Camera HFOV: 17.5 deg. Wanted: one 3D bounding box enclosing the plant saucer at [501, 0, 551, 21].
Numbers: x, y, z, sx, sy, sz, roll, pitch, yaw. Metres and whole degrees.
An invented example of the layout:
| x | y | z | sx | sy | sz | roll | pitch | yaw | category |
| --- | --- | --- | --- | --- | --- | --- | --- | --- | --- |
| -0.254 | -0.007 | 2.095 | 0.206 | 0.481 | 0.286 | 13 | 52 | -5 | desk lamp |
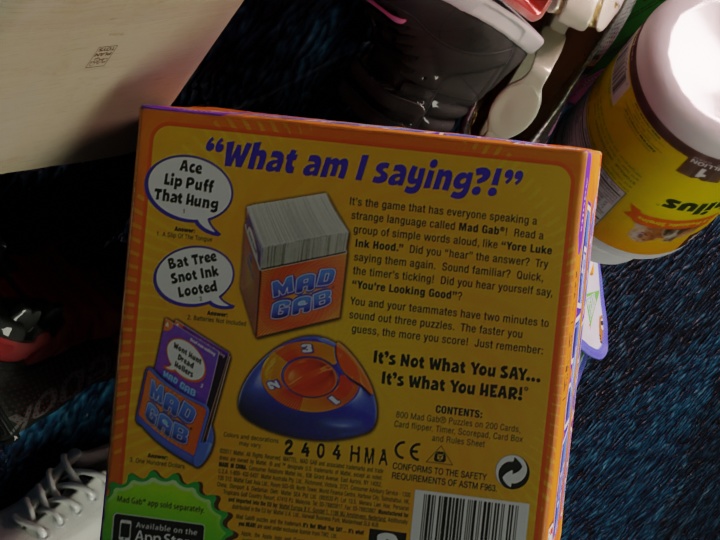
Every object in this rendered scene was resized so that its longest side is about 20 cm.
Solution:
| x | y | z | sx | sy | sz | roll | pitch | yaw | category |
| --- | --- | --- | --- | --- | --- | --- | --- | --- | --- |
| 0.095 | -0.242 | 1.194 | 0.200 | 0.037 | 0.200 | -60 | 155 | 5 | plant saucer |

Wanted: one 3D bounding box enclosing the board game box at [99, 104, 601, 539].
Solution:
| x | y | z | sx | sy | sz | roll | pitch | yaw | category |
| --- | --- | --- | --- | --- | --- | --- | --- | --- | --- |
| 0.004 | 0.032 | 1.108 | 0.200 | 0.199 | 0.201 | -21 | 117 | -82 | board game box |

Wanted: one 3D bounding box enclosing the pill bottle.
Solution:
| x | y | z | sx | sy | sz | roll | pitch | yaw | category |
| --- | --- | --- | --- | --- | --- | --- | --- | --- | --- |
| 0.180 | -0.077 | 1.391 | 0.109 | 0.109 | 0.200 | -36 | 172 | -27 | pill bottle |

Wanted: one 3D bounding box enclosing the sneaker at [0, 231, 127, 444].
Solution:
| x | y | z | sx | sy | sz | roll | pitch | yaw | category |
| --- | --- | --- | --- | --- | --- | --- | --- | --- | --- |
| -0.158 | 0.035 | 1.145 | 0.098 | 0.071 | 0.200 | -50 | 161 | 18 | sneaker |

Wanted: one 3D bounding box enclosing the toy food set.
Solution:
| x | y | z | sx | sy | sz | roll | pitch | yaw | category |
| --- | --- | --- | --- | --- | --- | --- | --- | --- | --- |
| -0.128 | -0.112 | 1.008 | 0.200 | 0.060 | 0.144 | -13 | 149 | -52 | toy food set |

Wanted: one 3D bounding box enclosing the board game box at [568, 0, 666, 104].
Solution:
| x | y | z | sx | sy | sz | roll | pitch | yaw | category |
| --- | --- | --- | --- | --- | --- | --- | --- | --- | --- |
| 0.201 | -0.152 | 1.458 | 0.153 | 0.040 | 0.200 | -30 | 164 | 23 | board game box |

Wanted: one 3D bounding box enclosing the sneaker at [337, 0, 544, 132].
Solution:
| x | y | z | sx | sy | sz | roll | pitch | yaw | category |
| --- | --- | --- | --- | --- | --- | --- | --- | --- | --- |
| 0.022 | -0.119 | 1.232 | 0.099 | 0.071 | 0.200 | -49 | 154 | 10 | sneaker |

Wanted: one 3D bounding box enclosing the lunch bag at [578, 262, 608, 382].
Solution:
| x | y | z | sx | sy | sz | roll | pitch | yaw | category |
| --- | --- | --- | --- | --- | --- | --- | --- | --- | --- |
| 0.083 | 0.040 | 1.521 | 0.201 | 0.124 | 0.170 | -66 | 156 | -2 | lunch bag |

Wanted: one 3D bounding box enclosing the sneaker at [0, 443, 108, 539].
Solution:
| x | y | z | sx | sy | sz | roll | pitch | yaw | category |
| --- | --- | --- | --- | --- | --- | --- | --- | --- | --- |
| -0.167 | 0.135 | 1.294 | 0.200 | 0.073 | 0.071 | -28 | 141 | -58 | sneaker |

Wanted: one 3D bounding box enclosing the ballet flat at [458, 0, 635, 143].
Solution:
| x | y | z | sx | sy | sz | roll | pitch | yaw | category |
| --- | --- | --- | --- | --- | --- | --- | --- | --- | --- |
| 0.111 | -0.134 | 1.342 | 0.071 | 0.069 | 0.200 | -69 | -175 | -66 | ballet flat |
